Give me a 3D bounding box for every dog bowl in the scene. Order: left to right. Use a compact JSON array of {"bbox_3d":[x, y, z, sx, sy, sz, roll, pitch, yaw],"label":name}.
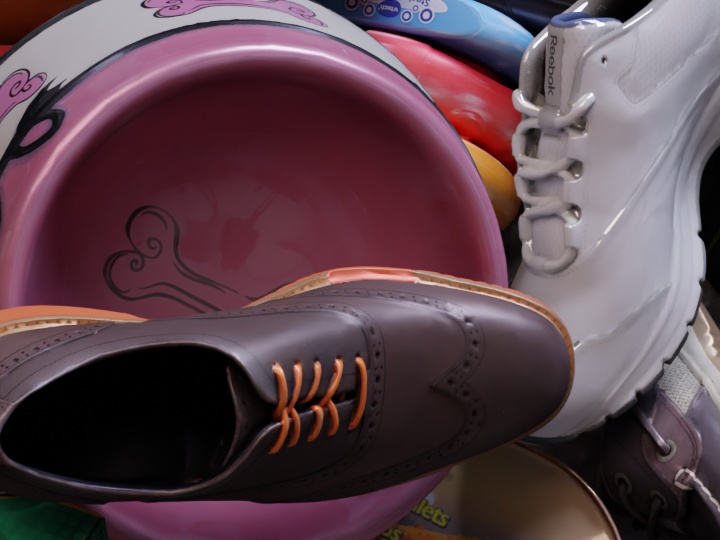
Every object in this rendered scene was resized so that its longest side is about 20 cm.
[{"bbox_3d":[-0.042,0.008,0.900,0.200,0.200,0.074,-38,17,-10],"label":"dog bowl"}]

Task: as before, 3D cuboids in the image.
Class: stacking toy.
[{"bbox_3d":[0.000,0.000,1.055,0.116,0.110,0.201,13,75,27],"label":"stacking toy"}]

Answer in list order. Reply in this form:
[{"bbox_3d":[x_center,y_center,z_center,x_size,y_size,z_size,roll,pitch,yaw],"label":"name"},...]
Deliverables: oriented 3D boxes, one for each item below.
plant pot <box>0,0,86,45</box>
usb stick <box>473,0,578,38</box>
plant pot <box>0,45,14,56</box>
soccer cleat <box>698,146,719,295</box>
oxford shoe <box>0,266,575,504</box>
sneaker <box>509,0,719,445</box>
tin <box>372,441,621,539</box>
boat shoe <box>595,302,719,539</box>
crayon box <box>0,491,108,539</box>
[{"bbox_3d":[-0.099,-0.168,1.025,0.183,0.200,0.201,-26,49,21],"label":"plant pot"},{"bbox_3d":[0.055,-0.107,1.089,0.200,0.055,0.033,25,91,57],"label":"usb stick"},{"bbox_3d":[-0.179,0.019,1.027,0.182,0.201,0.201,2,56,27],"label":"plant pot"},{"bbox_3d":[0.139,-0.065,1.053,0.067,0.081,0.200,-16,52,6],"label":"soccer cleat"},{"bbox_3d":[-0.023,0.042,0.833,0.199,0.071,0.073,-7,10,-18],"label":"oxford shoe"},{"bbox_3d":[0.080,-0.039,0.958,0.074,0.087,0.201,12,78,48],"label":"sneaker"},{"bbox_3d":[0.000,0.094,0.979,0.200,0.042,0.112,26,84,16],"label":"tin"},{"bbox_3d":[0.112,0.064,0.980,0.065,0.072,0.200,-30,50,5],"label":"boat shoe"},{"bbox_3d":[-0.171,0.104,0.907,0.199,0.119,0.058,18,50,21],"label":"crayon box"}]
